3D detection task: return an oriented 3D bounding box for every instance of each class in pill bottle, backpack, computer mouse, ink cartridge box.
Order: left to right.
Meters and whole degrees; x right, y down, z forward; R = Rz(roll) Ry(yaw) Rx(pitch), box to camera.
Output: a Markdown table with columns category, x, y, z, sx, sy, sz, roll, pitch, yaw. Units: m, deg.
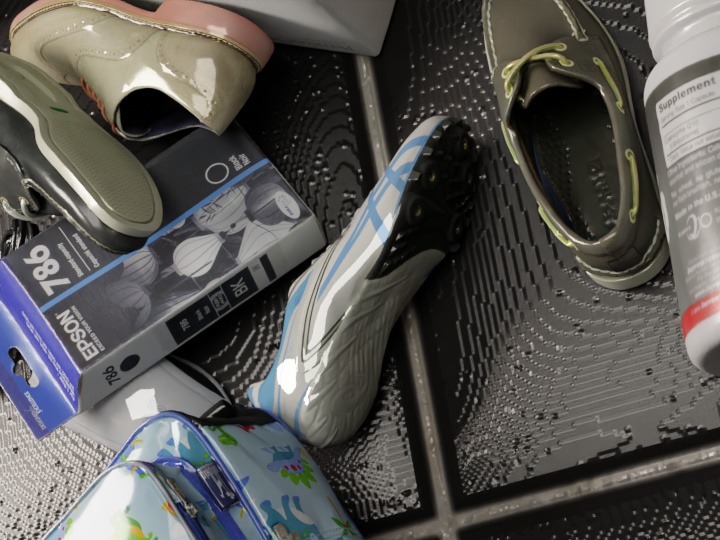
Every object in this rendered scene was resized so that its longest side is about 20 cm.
| category | x | y | z | sx | sy | sz | roll | pitch | yaw |
| --- | --- | --- | --- | --- | --- | --- | --- | --- | --- |
| computer mouse | -0.158 | 0.054 | 1.217 | 0.200 | 0.044 | 0.110 | 28 | 86 | 29 |
| ink cartridge box | -0.128 | 0.001 | 1.191 | 0.200 | 0.039 | 0.099 | -36 | 59 | -8 |
| backpack | -0.079 | 0.192 | 1.073 | 0.200 | 0.147 | 0.183 | 49 | 114 | 20 |
| pill bottle | 0.204 | -0.056 | 1.050 | 0.114 | 0.114 | 0.200 | -14 | 68 | 20 |

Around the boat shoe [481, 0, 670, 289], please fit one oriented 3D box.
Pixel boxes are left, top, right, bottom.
| category | x | y | z | sx | sy | sz | roll | pitch | yaw |
| --- | --- | --- | --- | --- | --- | --- | --- | --- | --- |
| boat shoe | 0.111 | -0.088 | 1.131 | 0.072 | 0.060 | 0.202 | -26 | 65 | 15 |

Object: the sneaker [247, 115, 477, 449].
| category | x | y | z | sx | sy | sz | roll | pitch | yaw |
| --- | --- | --- | --- | --- | --- | --- | --- | --- | --- |
| sneaker | 0.000 | 0.000 | 1.150 | 0.072 | 0.072 | 0.200 | 22 | 81 | 36 |

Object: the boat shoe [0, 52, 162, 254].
| category | x | y | z | sx | sy | sz | roll | pitch | yaw |
| --- | --- | --- | --- | --- | --- | --- | --- | --- | --- |
| boat shoe | -0.177 | -0.057 | 1.195 | 0.200 | 0.072 | 0.068 | 41 | 110 | 42 |

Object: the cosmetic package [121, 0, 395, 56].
| category | x | y | z | sx | sy | sz | roll | pitch | yaw |
| --- | --- | --- | --- | --- | --- | --- | --- | --- | --- |
| cosmetic package | -0.098 | -0.219 | 1.187 | 0.199 | 0.200 | 0.123 | 11 | 81 | 27 |

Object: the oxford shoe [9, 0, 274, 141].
| category | x | y | z | sx | sy | sz | roll | pitch | yaw |
| --- | --- | --- | --- | --- | --- | --- | --- | --- | --- |
| oxford shoe | -0.144 | -0.118 | 1.232 | 0.200 | 0.071 | 0.074 | 6 | 68 | 42 |
